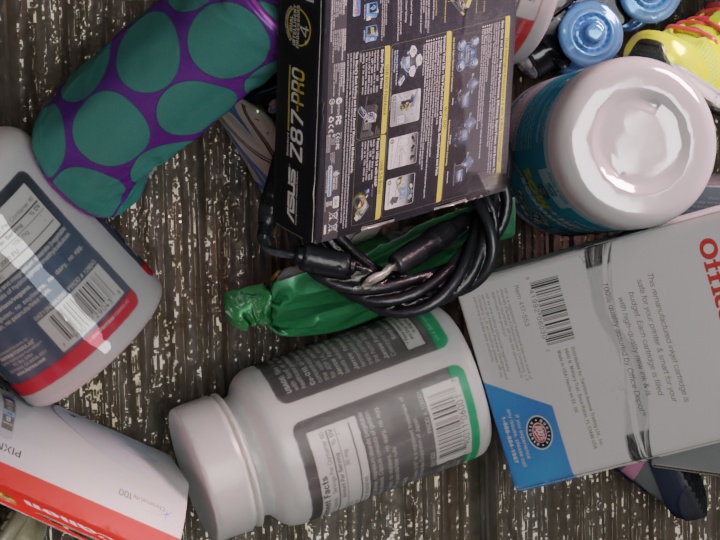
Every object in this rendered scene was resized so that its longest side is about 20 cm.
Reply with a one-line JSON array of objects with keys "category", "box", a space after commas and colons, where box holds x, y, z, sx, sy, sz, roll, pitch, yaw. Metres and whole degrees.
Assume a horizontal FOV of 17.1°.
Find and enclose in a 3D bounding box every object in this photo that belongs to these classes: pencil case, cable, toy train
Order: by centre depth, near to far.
[{"category": "pencil case", "box": [-0.113, -0.120, 1.496, 0.200, 0.085, 0.092, -36, 142, 28]}, {"category": "cable", "box": [0.025, -0.072, 1.567, 0.162, 0.051, 0.201, 18, 67, -3]}, {"category": "toy train", "box": [0.174, -0.220, 1.667, 0.200, 0.087, 0.115, -36, 96, -8]}]

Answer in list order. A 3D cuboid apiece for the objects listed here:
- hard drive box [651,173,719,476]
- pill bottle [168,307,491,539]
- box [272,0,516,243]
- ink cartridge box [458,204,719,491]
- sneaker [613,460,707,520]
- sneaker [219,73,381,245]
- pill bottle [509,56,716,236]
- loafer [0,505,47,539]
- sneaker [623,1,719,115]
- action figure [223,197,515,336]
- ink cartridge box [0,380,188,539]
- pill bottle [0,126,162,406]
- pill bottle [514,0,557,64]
[{"category": "hard drive box", "box": [0.276, 0.033, 1.690, 0.155, 0.077, 0.201, -10, 102, -50]}, {"category": "pill bottle", "box": [-0.022, 0.105, 1.624, 0.199, 0.113, 0.114, -19, 101, -14]}, {"category": "box", "box": [0.024, -0.130, 1.457, 0.161, 0.049, 0.201, -16, 119, -35]}, {"category": "ink cartridge box", "box": [0.183, 0.049, 1.594, 0.199, 0.086, 0.147, -16, 91, 23]}, {"category": "sneaker", "box": [0.176, 0.110, 1.721, 0.082, 0.070, 0.200, -29, 110, 17]}, {"category": "sneaker", "box": [-0.049, -0.096, 1.616, 0.072, 0.072, 0.200, -39, 107, -11]}, {"category": "pill bottle", "box": [0.155, -0.079, 1.608, 0.110, 0.200, 0.112, 0, 89, -13]}, {"category": "loafer", "box": [-0.248, 0.244, 1.594, 0.068, 0.076, 0.201, 21, 99, -19]}, {"category": "sneaker", "box": [0.244, -0.155, 1.661, 0.200, 0.078, 0.091, 5, 103, -58]}, {"category": "action figure", "box": [0.000, 0.000, 1.615, 0.199, 0.118, 0.055, -18, 61, -22]}, {"category": "ink cartridge box", "box": [-0.182, 0.129, 1.531, 0.160, 0.200, 0.047, 26, 91, -18]}, {"category": "pill bottle", "box": [-0.233, -0.022, 1.542, 0.120, 0.120, 0.200, -43, 106, -8]}, {"category": "pill bottle", "box": [0.023, -0.210, 1.548, 0.199, 0.114, 0.115, 13, 92, -18]}]
